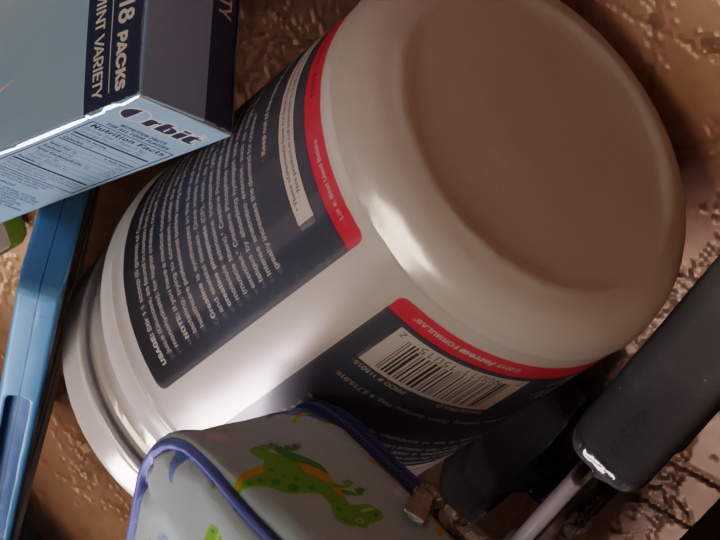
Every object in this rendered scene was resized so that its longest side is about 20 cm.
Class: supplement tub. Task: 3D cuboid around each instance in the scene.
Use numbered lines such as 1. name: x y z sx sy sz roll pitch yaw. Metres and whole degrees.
1. supplement tub: 0.000 0.000 0.907 0.140 0.140 0.200 54 134 0

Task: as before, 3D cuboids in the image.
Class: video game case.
1. video game case: -0.124 0.031 1.023 0.018 0.143 0.200 14 132 -4

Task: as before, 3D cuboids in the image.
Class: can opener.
1. can opener: 0.087 0.039 0.921 0.067 0.053 0.200 44 132 10

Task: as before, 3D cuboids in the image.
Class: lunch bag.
1. lunch bag: -0.020 0.151 0.833 0.161 0.082 0.200 41 128 41

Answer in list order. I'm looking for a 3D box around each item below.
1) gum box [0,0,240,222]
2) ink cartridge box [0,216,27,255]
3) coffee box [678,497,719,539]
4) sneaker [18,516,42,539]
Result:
1. gum box: -0.121 -0.106 0.943 0.200 0.045 0.170 -16 62 42
2. ink cartridge box: -0.244 -0.037 1.039 0.076 0.200 0.148 -9 108 41
3. coffee box: 0.158 0.188 0.905 0.200 0.114 0.080 40 135 13
4. sneaker: -0.180 0.153 1.182 0.199 0.076 0.114 47 128 0
